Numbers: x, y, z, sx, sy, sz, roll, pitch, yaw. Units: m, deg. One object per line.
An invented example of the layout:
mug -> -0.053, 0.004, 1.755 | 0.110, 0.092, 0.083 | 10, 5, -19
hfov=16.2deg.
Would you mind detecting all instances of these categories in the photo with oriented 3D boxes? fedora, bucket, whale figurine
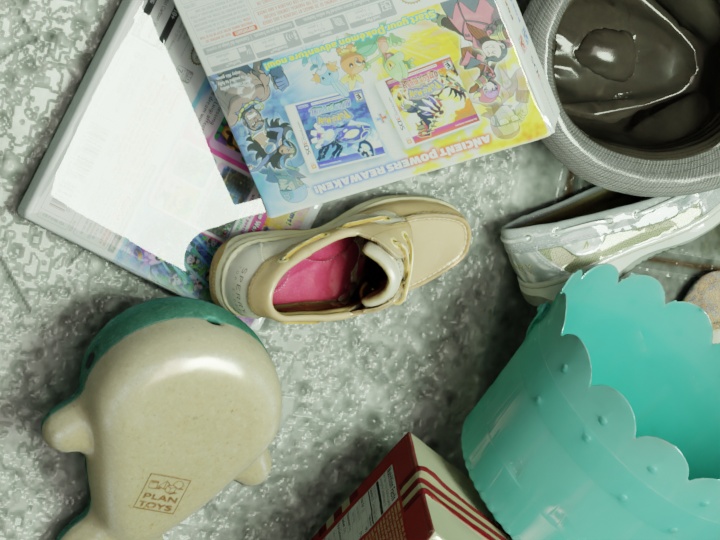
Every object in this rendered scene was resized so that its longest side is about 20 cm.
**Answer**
fedora -> 0.188, -0.142, 1.697 | 0.200, 0.090, 0.177 | -1, 99, -18
bucket -> 0.175, 0.112, 1.673 | 0.207, 0.207, 0.135 | 28, 121, -25
whale figurine -> -0.134, 0.105, 1.624 | 0.159, 0.104, 0.200 | 11, 120, -26

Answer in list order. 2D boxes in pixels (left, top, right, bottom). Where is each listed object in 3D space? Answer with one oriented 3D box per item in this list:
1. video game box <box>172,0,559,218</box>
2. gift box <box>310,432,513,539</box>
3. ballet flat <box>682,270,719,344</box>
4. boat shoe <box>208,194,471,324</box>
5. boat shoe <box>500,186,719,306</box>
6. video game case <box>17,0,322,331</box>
video game box -> 0.000, -0.143, 1.563 | 0.200, 0.047, 0.182 | -15, 109, 21
gift box -> 0.048, 0.251, 1.663 | 0.187, 0.185, 0.200 | 37, 108, -16
ballet flat -> 0.243, 0.101, 1.789 | 0.068, 0.067, 0.200 | 14, 94, -26
boat shoe -> 0.000, 0.000, 1.647 | 0.200, 0.069, 0.074 | -15, 115, -33
boat shoe -> 0.190, -0.049, 1.736 | 0.202, 0.074, 0.065 | -30, 114, -8
video game case -> -0.099, -0.086, 1.629 | 0.182, 0.024, 0.200 | 27, 88, -26
